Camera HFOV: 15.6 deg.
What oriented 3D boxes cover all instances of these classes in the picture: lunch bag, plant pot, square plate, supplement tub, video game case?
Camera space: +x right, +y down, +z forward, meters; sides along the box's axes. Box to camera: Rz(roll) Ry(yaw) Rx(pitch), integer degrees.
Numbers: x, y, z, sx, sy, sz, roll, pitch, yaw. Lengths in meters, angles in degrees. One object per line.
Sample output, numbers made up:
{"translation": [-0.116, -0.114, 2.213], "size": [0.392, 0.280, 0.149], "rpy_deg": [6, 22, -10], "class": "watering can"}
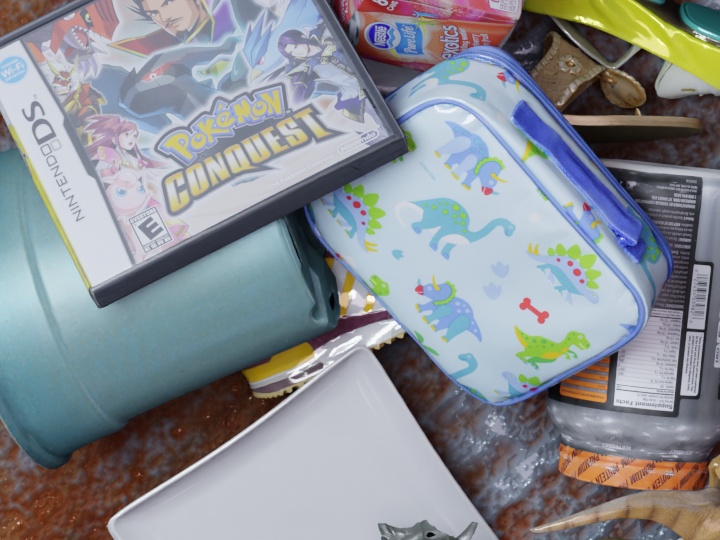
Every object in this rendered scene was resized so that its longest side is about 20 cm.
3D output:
{"translation": [0.079, -0.025, 1.570], "size": [0.200, 0.083, 0.160], "rpy_deg": [46, 130, -13], "class": "lunch bag"}
{"translation": [-0.126, -0.006, 1.589], "size": [0.195, 0.200, 0.202], "rpy_deg": [-19, 96, 8], "class": "plant pot"}
{"translation": [-0.032, 0.172, 1.687], "size": [0.199, 0.028, 0.199], "rpy_deg": [-35, 115, -1], "class": "square plate"}
{"translation": [0.182, 0.033, 1.670], "size": [0.121, 0.123, 0.202], "rpy_deg": [5, 95, -5], "class": "supplement tub"}
{"translation": [-0.100, -0.098, 1.518], "size": [0.199, 0.026, 0.181], "rpy_deg": [-27, 64, -4], "class": "video game case"}

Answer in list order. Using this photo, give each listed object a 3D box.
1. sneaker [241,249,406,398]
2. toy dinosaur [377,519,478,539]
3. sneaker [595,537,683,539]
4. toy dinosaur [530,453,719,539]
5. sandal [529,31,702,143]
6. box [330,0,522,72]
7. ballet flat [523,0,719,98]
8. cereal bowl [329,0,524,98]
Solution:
{"translation": [0.000, 0.000, 1.678], "size": [0.199, 0.075, 0.091], "rpy_deg": [-30, 101, -3], "class": "sneaker"}
{"translation": [0.054, 0.237, 1.642], "size": [0.199, 0.136, 0.102], "rpy_deg": [-8, 140, 32], "class": "toy dinosaur"}
{"translation": [0.221, 0.206, 1.698], "size": [0.199, 0.090, 0.067], "rpy_deg": [24, 124, -16], "class": "sneaker"}
{"translation": [0.214, 0.150, 1.610], "size": [0.199, 0.060, 0.107], "rpy_deg": [25, 90, -30], "class": "toy dinosaur"}
{"translation": [0.114, -0.117, 1.676], "size": [0.210, 0.078, 0.070], "rpy_deg": [-4, 84, -8], "class": "sandal"}
{"translation": [0.045, -0.228, 1.570], "size": [0.095, 0.100, 0.202], "rpy_deg": [12, 70, -14], "class": "box"}
{"translation": [0.191, -0.150, 1.693], "size": [0.199, 0.067, 0.067], "rpy_deg": [27, 113, -3], "class": "ballet flat"}
{"translation": [0.000, -0.190, 1.643], "size": [0.198, 0.083, 0.202], "rpy_deg": [6, 70, -17], "class": "cereal bowl"}
